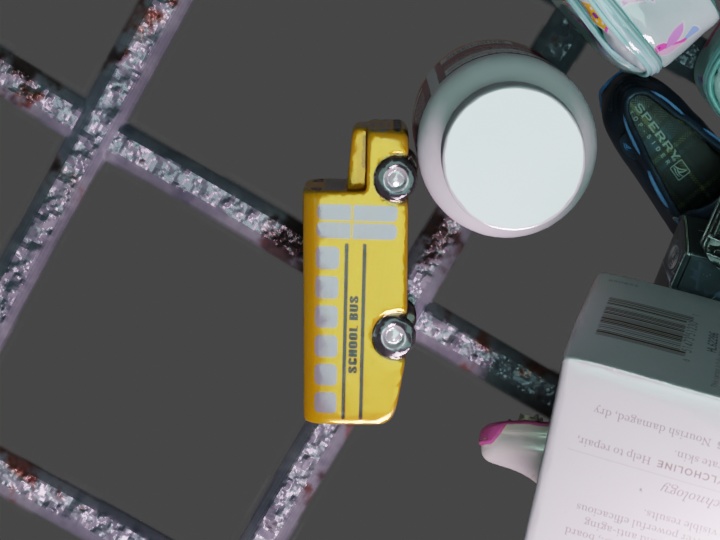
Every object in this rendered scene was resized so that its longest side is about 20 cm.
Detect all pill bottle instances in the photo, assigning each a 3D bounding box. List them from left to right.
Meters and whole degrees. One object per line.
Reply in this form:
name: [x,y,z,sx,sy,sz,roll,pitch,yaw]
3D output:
pill bottle: [0.090,-0.084,1.108,0.112,0.200,0.114,0,102,1]

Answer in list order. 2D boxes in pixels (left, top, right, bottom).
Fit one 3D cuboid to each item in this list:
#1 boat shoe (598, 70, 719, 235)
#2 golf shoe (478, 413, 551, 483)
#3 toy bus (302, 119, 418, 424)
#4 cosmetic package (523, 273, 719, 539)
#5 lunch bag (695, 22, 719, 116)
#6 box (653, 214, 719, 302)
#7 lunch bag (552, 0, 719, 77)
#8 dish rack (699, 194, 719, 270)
boat shoe: [0.230,-0.047,1.181,0.200,0.069,0.084,41,99,-8]
golf shoe: [0.174,0.157,1.209,0.198,0.075,0.092,15,77,-1]
toy bus: [0.000,0.000,1.195,0.077,0.065,0.202,1,102,2]
cosmetic package: [0.194,0.135,1.078,0.165,0.167,0.202,14,111,10]
lunch bag: [0.330,-0.119,1.153,0.199,0.077,0.161,36,99,-5]
box: [0.287,0.057,1.179,0.198,0.044,0.161,13,128,-4]
lunch bag: [0.137,-0.216,1.101,0.077,0.160,0.200,-39,99,7]
dish rack: [0.307,-0.068,1.091,0.152,0.055,0.201,23,103,-1]
